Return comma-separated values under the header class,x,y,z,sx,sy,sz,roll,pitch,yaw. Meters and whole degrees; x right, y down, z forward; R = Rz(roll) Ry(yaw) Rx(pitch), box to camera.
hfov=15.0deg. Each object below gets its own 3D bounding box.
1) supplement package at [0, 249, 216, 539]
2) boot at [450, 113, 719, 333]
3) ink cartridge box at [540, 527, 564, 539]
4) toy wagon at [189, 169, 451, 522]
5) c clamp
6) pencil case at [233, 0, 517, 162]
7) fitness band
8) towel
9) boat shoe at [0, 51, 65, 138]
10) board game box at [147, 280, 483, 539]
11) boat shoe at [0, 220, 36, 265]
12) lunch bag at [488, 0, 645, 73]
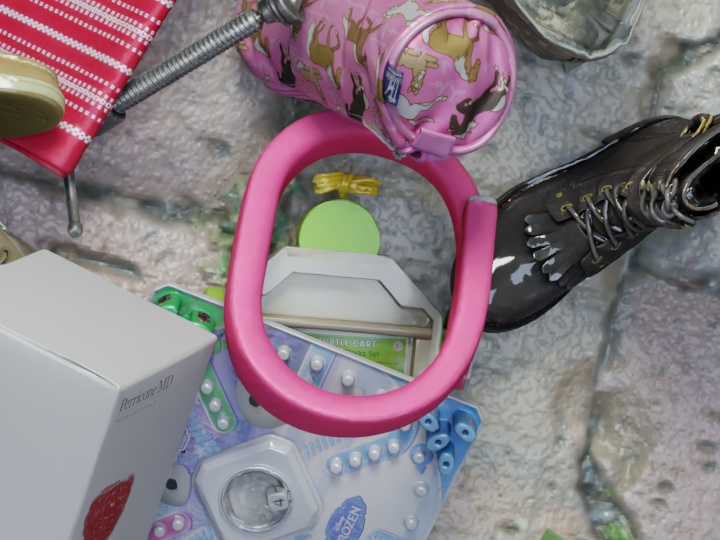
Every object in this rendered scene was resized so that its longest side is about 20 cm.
class,x,y,z,sx,sy,sz,roll,pitch,yaw
supplement package,-0.180,0.110,1.472,0.120,0.121,0.200,26,111,16
boot,0.148,-0.037,1.514,0.200,0.174,0.069,-38,98,-11
ink cartridge box,0.046,0.228,1.556,0.059,0.104,0.200,30,89,-8
toy wagon,-0.016,0.043,1.574,0.155,0.040,0.200,5,91,-7
c clamp,-0.099,-0.133,1.508,0.200,0.027,0.171,-34,53,19
pencil case,0.005,-0.120,1.491,0.086,0.200,0.083,-27,117,-18
fitness band,0.000,0.000,1.505,0.143,0.037,0.200,11,60,-5
towel,-0.168,-0.164,1.520,0.145,0.022,0.200,29,88,26
boat shoe,-0.252,-0.118,1.485,0.200,0.073,0.063,8,69,17
board game box,-0.059,0.130,1.545,0.200,0.026,0.200,22,111,-7
boat shoe,-0.229,-0.009,1.533,0.072,0.065,0.200,-43,96,-3
lunch bag,0.100,-0.208,1.513,0.117,0.164,0.200,-23,95,-2
